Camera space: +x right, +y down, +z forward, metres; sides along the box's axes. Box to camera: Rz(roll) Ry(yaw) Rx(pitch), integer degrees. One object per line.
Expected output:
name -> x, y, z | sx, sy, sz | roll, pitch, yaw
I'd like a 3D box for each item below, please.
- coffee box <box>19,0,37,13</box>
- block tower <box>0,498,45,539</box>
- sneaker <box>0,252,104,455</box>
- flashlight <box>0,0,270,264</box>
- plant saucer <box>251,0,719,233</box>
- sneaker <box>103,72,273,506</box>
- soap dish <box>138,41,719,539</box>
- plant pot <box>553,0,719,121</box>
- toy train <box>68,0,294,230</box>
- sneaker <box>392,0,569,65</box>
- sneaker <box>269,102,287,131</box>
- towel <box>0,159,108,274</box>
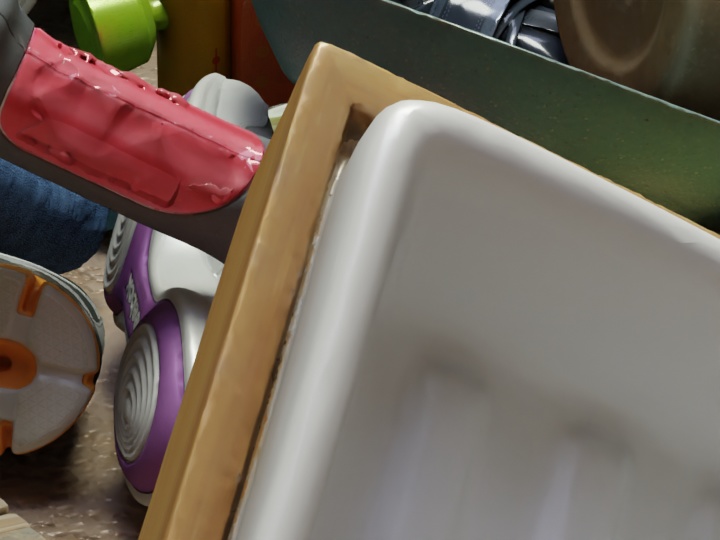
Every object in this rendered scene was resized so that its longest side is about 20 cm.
coffee box -> -0.242, -0.172, 1.008 | 0.197, 0.200, 0.200 | 15, 62, 28
block tower -> -0.082, 0.106, 0.642 | 0.054, 0.058, 0.200 | -13, 25, -33
sneaker -> -0.173, 0.020, 0.831 | 0.199, 0.079, 0.077 | 9, 9, 7
flashlight -> -0.055, -0.038, 0.757 | 0.200, 0.068, 0.068 | 26, 11, -13
plant saucer -> 0.050, -0.052, 0.847 | 0.199, 0.036, 0.200 | 20, 5, -2
sneaker -> -0.029, 0.013, 0.847 | 0.099, 0.075, 0.200 | 14, 36, -16
soap dish -> 0.044, 0.065, 0.559 | 0.200, 0.158, 0.081 | 25, -20, -25
plant pot -> 0.172, -0.112, 1.003 | 0.174, 0.201, 0.200 | -5, 23, -23
toy train -> -0.054, -0.102, 0.968 | 0.115, 0.200, 0.085 | -14, 43, -18
sneaker -> 0.030, -0.129, 1.044 | 0.146, 0.203, 0.077 | 17, 45, 23
sneaker -> 0.000, 0.000, 0.902 | 0.200, 0.077, 0.089 | 16, 42, 40
towel -> -0.168, -0.036, 0.859 | 0.111, 0.049, 0.200 | 3, -8, 21
